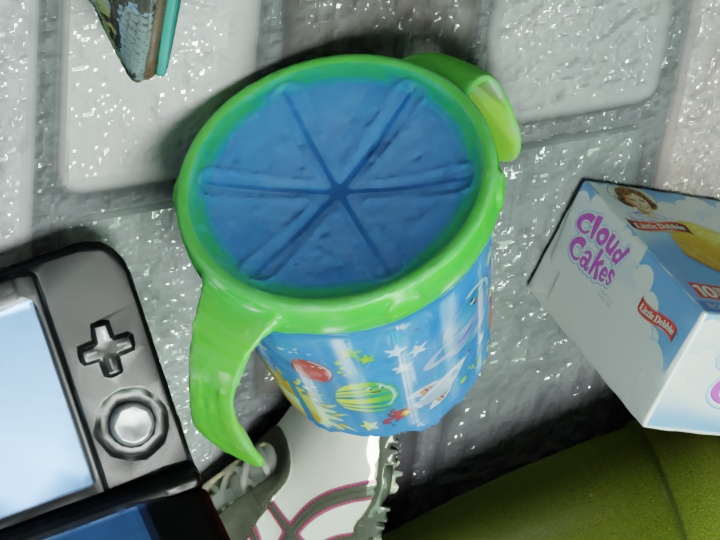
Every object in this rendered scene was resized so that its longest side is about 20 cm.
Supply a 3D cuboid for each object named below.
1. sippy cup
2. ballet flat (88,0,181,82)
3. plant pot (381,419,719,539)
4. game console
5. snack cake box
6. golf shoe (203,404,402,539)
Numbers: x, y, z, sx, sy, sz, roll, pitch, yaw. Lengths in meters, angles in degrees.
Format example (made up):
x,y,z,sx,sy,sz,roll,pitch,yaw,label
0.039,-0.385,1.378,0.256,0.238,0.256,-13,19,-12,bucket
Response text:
x,y,z,sx,sy,sz,roll,pitch,yaw,label
0.000,0.000,1.200,0.178,0.140,0.130,-20,141,-4,sippy cup
-0.086,-0.166,1.069,0.074,0.074,0.200,-2,124,-28,ballet flat
0.095,0.178,1.364,0.193,0.200,0.201,-12,131,-6,plant pot
-0.160,0.100,1.144,0.200,0.119,0.173,-19,100,-11,game console
0.195,0.024,1.334,0.200,0.115,0.067,7,121,-34,snack cake box
-0.039,0.113,1.305,0.088,0.077,0.200,10,116,-19,golf shoe
